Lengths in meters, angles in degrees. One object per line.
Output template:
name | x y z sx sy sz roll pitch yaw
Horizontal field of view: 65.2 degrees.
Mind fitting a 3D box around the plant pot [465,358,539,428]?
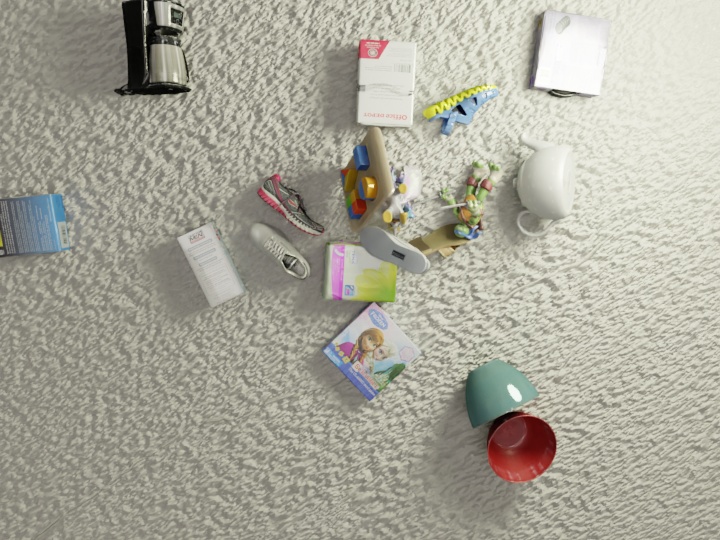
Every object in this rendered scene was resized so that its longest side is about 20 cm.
plant pot | 0.363 0.321 1.528 0.198 0.200 0.136 -26 72 0

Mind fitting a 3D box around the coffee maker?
coffee maker | -0.508 -0.530 1.343 0.189 0.135 0.203 -2 98 -3

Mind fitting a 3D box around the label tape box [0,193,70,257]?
label tape box | -0.851 -0.112 1.417 0.197 0.066 0.146 -6 99 -1

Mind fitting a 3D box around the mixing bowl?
mixing bowl | 0.435 0.474 1.579 0.197 0.108 0.203 -1 103 -5

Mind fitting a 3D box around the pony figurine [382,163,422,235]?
pony figurine | 0.081 -0.189 1.431 0.164 0.200 0.196 -4 84 3

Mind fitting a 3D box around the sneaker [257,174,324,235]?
sneaker | -0.171 -0.163 1.453 0.199 0.081 0.075 40 92 -9

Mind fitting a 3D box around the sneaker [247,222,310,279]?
sneaker | -0.210 -0.052 1.467 0.199 0.081 0.077 39 96 -7

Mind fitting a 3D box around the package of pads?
package of pads | 0.000 0.000 1.496 0.197 0.068 0.157 3 98 -8

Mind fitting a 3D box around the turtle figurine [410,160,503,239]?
turtle figurine | 0.265 -0.198 1.447 0.198 0.144 0.196 31 86 -1

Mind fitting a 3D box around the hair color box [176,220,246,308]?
hair color box | -0.386 -0.016 1.468 0.098 0.061 0.202 -24 100 -1

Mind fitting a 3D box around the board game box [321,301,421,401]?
board game box | 0.030 0.218 1.546 0.199 0.041 0.200 -43 99 3

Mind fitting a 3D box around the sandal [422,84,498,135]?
sandal | 0.264 -0.415 1.454 0.198 0.080 0.088 -23 103 8

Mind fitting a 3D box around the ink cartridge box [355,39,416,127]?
ink cartridge box | 0.062 -0.466 1.422 0.143 0.083 0.203 2 99 -5

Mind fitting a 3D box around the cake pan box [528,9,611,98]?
cake pan box | 0.543 -0.556 1.463 0.181 0.052 0.203 5 98 -3

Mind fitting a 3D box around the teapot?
teapot | 0.468 -0.222 1.462 0.144 0.198 0.202 3 56 31

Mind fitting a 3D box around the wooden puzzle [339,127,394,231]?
wooden puzzle | 0.001 -0.219 1.374 0.046 0.200 0.188 0 67 -28

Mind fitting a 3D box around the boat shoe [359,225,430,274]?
boat shoe | 0.086 -0.048 1.431 0.199 0.065 0.074 35 102 18

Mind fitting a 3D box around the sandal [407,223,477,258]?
sandal | 0.213 -0.063 1.510 0.209 0.078 0.070 -18 139 -19
